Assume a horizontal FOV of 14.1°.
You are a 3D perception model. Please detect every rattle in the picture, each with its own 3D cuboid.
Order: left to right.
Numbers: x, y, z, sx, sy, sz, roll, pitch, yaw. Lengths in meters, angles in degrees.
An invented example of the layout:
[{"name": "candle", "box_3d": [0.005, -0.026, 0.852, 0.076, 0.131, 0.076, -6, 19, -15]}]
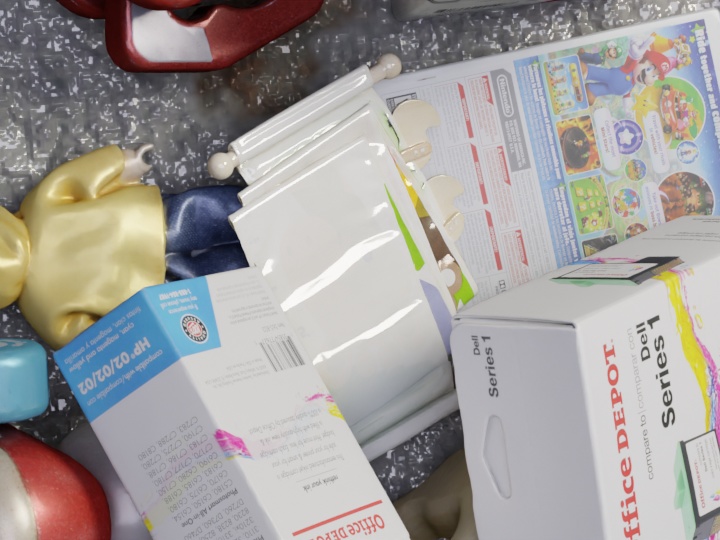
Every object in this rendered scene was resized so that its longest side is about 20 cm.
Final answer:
[{"name": "rattle", "box_3d": [0.074, 0.160, 1.526, 0.143, 0.130, 0.200, 46, 63, -2]}]

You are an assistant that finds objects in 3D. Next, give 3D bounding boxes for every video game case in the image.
[{"name": "video game case", "box_3d": [0.111, -0.051, 1.568, 0.199, 0.018, 0.144, -12, 92, -7]}]

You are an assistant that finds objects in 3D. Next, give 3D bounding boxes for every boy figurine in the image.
[{"name": "boy figurine", "box_3d": [-0.133, -0.002, 1.512, 0.199, 0.064, 0.125, -4, 92, -7]}]

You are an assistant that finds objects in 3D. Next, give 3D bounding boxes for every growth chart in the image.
[{"name": "growth chart", "box_3d": [0.000, 0.000, 1.510, 0.144, 0.018, 0.201, -23, 101, -29]}]

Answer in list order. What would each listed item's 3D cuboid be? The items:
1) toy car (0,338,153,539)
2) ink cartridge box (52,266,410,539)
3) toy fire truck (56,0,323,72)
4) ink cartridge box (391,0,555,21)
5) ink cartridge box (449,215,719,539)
[{"name": "toy car", "box_3d": [-0.148, 0.120, 1.487, 0.199, 0.176, 0.186, -6, 96, -36]}, {"name": "ink cartridge box", "box_3d": [-0.051, 0.104, 1.415, 0.068, 0.115, 0.201, -35, 79, 27]}, {"name": "toy fire truck", "box_3d": [-0.072, -0.204, 1.504, 0.167, 0.112, 0.201, -3, 92, -26]}, {"name": "ink cartridge box", "box_3d": [0.095, -0.182, 1.472, 0.143, 0.200, 0.084, -8, 92, -8]}, {"name": "ink cartridge box", "box_3d": [0.146, 0.067, 1.480, 0.199, 0.084, 0.146, -22, 107, -45]}]
